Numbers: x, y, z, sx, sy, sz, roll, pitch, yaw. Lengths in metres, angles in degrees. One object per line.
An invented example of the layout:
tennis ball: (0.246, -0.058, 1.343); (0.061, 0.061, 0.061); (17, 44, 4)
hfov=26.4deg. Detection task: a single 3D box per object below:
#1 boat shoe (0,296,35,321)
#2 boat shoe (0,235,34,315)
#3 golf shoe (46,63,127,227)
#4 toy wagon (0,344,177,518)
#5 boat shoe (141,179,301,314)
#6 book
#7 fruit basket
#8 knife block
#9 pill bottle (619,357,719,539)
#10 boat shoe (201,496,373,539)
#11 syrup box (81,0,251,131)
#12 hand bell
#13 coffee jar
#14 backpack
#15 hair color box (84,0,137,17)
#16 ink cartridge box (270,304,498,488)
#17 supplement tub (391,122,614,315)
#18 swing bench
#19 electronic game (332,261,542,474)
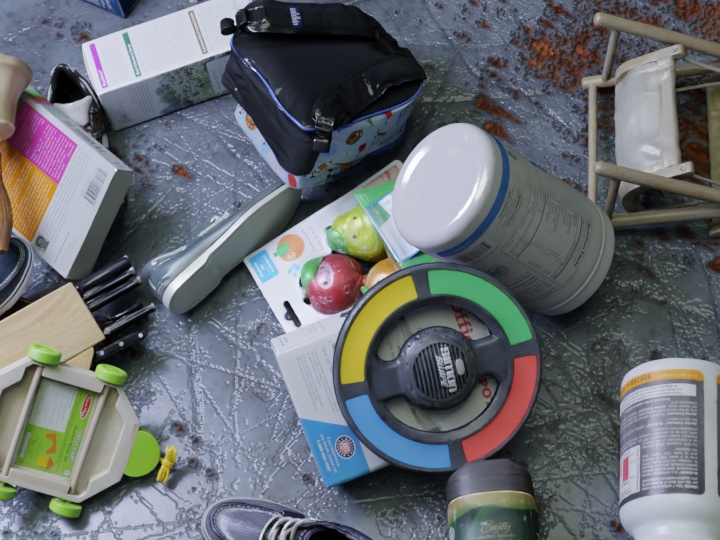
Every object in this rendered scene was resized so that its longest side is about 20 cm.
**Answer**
boat shoe: (-0.411, 0.054, 1.621); (0.199, 0.070, 0.071); (1, 61, 6)
boat shoe: (-0.406, 0.021, 1.546); (0.071, 0.091, 0.200); (38, 60, 11)
golf shoe: (-0.314, -0.138, 1.697); (0.078, 0.095, 0.200); (-18, 63, -7)
toy wagon: (-0.281, 0.166, 1.524); (0.199, 0.040, 0.156); (18, 95, -17)
boat shoe: (-0.148, -0.039, 1.635); (0.062, 0.073, 0.200); (38, 69, 27)
book: (-0.337, -0.099, 1.647); (0.200, 0.048, 0.134); (39, 110, 33)
fruit basket: (0.000, 0.000, 1.588); (0.200, 0.094, 0.185); (-29, 63, -5)
knife block: (-0.317, 0.049, 1.575); (0.199, 0.064, 0.176); (16, 76, -15)
pill bottle: (0.299, 0.192, 1.434); (0.116, 0.116, 0.201); (2, 62, 8)
boat shoe: (-0.065, 0.254, 1.458); (0.199, 0.093, 0.075); (16, 65, 14)
syrup box: (-0.207, -0.239, 1.745); (0.199, 0.079, 0.082); (-19, 62, -3)
hand bell: (-0.384, -0.112, 1.590); (0.104, 0.104, 0.201); (-10, 71, 1)
coffee jar: (0.126, 0.279, 1.416); (0.085, 0.104, 0.201); (-5, 62, 3)
backpack: (-0.034, -0.189, 1.648); (0.190, 0.154, 0.200); (-22, 64, -27)
hair color box: (-0.345, -0.391, 1.853); (0.200, 0.061, 0.100); (26, 68, 18)
ink cartridge box: (0.031, 0.103, 1.497); (0.199, 0.084, 0.145); (-21, 99, -5)
supplement tub: (0.140, -0.048, 1.504); (0.132, 0.200, 0.132); (-25, 52, 37)
swing bench: (0.337, -0.150, 1.609); (0.199, 0.130, 0.199); (4, 62, 3)
electronic game: (0.073, 0.092, 1.437); (0.199, 0.042, 0.201); (-1, 96, -8)
